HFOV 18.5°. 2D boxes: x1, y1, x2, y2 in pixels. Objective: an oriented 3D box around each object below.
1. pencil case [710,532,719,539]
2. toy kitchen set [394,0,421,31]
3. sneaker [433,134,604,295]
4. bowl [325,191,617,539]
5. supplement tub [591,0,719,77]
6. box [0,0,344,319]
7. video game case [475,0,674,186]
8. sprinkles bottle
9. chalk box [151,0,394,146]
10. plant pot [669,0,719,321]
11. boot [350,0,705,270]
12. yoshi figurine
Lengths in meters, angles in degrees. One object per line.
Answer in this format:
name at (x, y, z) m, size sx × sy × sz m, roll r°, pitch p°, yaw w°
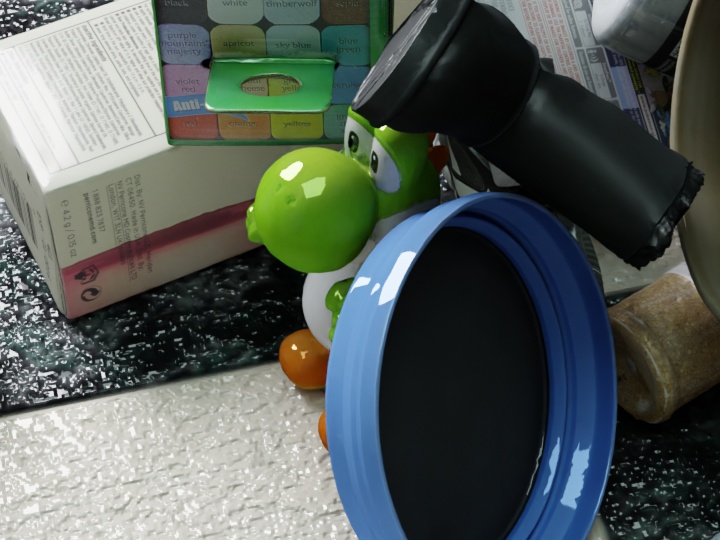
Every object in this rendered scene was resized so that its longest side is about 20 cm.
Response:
pencil case at (0.204, 0.155, 1.047) m, size 0.200 × 0.084 × 0.091 m, roll -34°, pitch 32°, yaw -24°
toy kitchen set at (-0.019, -0.202, 1.385) m, size 0.162 × 0.182 × 0.200 m, roll -5°, pitch 8°, yaw -6°
sneaker at (0.085, -0.049, 1.229) m, size 0.066 × 0.091 × 0.201 m, roll -13°, pitch 49°, yaw -8°
bowl at (0.055, 0.063, 1.070) m, size 0.039 × 0.201 × 0.201 m, roll 0°, pitch 41°, yaw 39°
supplement tub at (0.234, -0.141, 1.181) m, size 0.199 × 0.123 × 0.123 m, roll 23°, pitch 49°, yaw -7°
box at (-0.104, -0.080, 1.253) m, size 0.199 × 0.109 × 0.128 m, roll -21°, pitch 51°, yaw -16°
video game case at (0.133, -0.150, 1.235) m, size 0.181 × 0.023 × 0.201 m, roll -8°, pitch 72°, yaw -22°
sprinkles bottle at (0.217, 0.007, 1.189) m, size 0.199 × 0.068 × 0.068 m, roll -29°, pitch 53°, yaw -21°
chalk box at (-0.043, -0.145, 1.155) m, size 0.123 × 0.124 × 0.201 m, roll 1°, pitch 50°, yaw 1°
plant pot at (0.264, -0.066, 1.058) m, size 0.172 × 0.201 × 0.201 m, roll 3°, pitch 46°, yaw -16°
boot at (0.082, -0.063, 1.032) m, size 0.162 × 0.073 × 0.198 m, roll 40°, pitch 14°, yaw -4°
yoshi figurine at (-0.015, 0.001, 1.111) m, size 0.112 × 0.201 × 0.112 m, roll 15°, pitch 44°, yaw 10°
